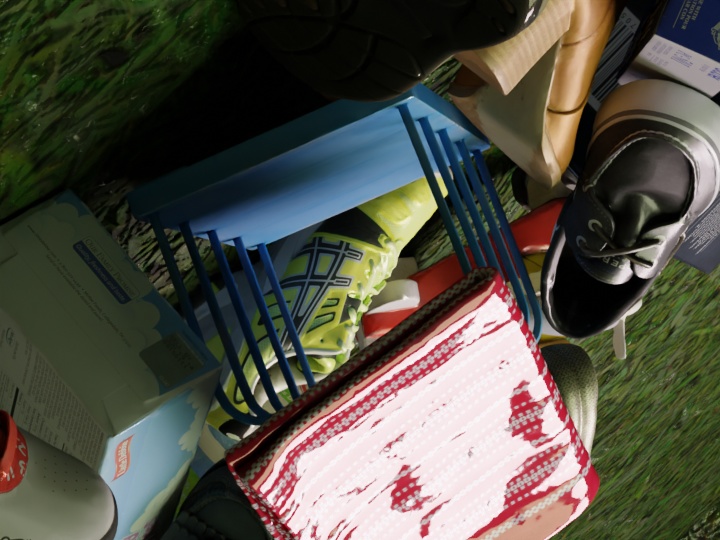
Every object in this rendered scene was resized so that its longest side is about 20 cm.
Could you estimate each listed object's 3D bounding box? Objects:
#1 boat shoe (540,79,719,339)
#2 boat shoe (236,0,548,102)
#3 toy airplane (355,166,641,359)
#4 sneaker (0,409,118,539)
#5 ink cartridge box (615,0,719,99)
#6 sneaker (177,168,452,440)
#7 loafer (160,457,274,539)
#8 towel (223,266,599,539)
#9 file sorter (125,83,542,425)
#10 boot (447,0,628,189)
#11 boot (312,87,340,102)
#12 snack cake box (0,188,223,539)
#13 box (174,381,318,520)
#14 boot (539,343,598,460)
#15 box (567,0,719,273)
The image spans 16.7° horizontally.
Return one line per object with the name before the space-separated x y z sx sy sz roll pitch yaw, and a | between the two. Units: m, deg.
boat shoe | 0.124 -0.021 1.176 0.200 0.069 0.067 120 -9 -66
boat shoe | 0.026 -0.123 1.011 0.074 0.076 0.199 -49 -157 -27
toy airplane | 0.084 0.026 1.474 0.198 0.142 0.200 -28 -178 19
sneaker | -0.178 0.054 0.944 0.200 0.067 0.108 14 128 -15
ink cartridge box | 0.159 -0.128 1.103 0.200 0.044 0.095 22 93 -88
sneaker | -0.020 0.015 1.331 0.200 0.076 0.075 -42 161 -10
loafer | -0.075 0.163 1.180 0.063 0.072 0.200 -46 169 -36
towel | 0.030 0.092 1.095 0.144 0.023 0.200 -36 144 -5
file sorter | 0.000 0.000 1.166 0.138 0.124 0.200 -23 171 11
boot | 0.106 -0.123 1.123 0.144 0.071 0.201 -49 164 -6
boot | 0.063 -0.153 1.165 0.200 0.066 0.175 -46 153 8
snack cake box | -0.138 0.072 1.140 0.067 0.115 0.200 -32 159 -31
box | -0.065 0.135 1.368 0.199 0.113 0.102 -28 159 -45
boot | 0.030 0.109 1.212 0.154 0.072 0.200 -20 158 -22
box | 0.160 -0.095 1.356 0.107 0.149 0.200 -46 162 10
